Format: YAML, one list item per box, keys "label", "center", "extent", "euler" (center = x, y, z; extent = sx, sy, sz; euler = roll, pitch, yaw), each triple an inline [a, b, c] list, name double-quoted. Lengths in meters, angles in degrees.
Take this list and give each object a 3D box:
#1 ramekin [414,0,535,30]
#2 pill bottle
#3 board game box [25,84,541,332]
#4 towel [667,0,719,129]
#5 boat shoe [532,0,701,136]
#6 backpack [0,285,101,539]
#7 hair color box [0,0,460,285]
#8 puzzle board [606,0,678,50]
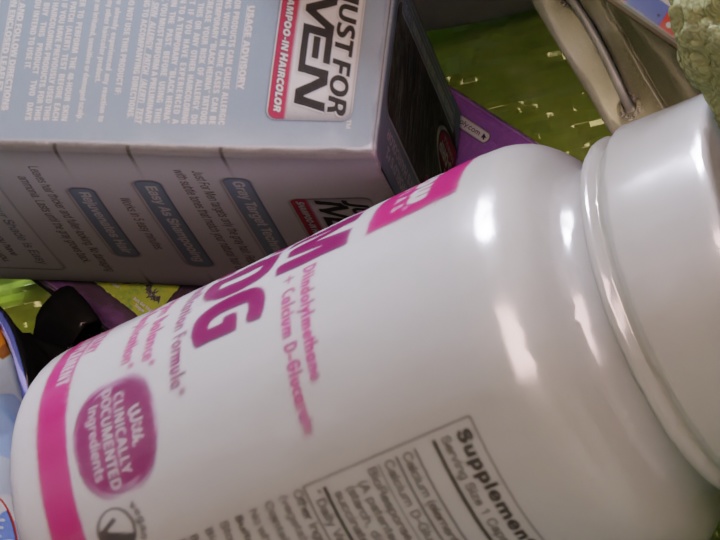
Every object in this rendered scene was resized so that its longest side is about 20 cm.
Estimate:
- label: "ramekin"
  center: [0.035, -0.144, 0.786]
  extent: [0.200, 0.200, 0.098]
  euler: [-18, 74, 6]
- label: "pill bottle"
  center: [0.022, 0.037, 0.716]
  extent: [0.200, 0.113, 0.114]
  euler: [-25, 65, 23]
- label: "board game box"
  center: [0.000, 0.000, 0.829]
  extent: [0.200, 0.032, 0.120]
  euler: [35, 84, 22]
- label: "towel"
  center: [0.168, -0.005, 0.638]
  extent: [0.148, 0.200, 0.037]
  euler: [-13, 34, 50]
- label: "boat shoe"
  center: [0.107, -0.014, 0.767]
  extent: [0.062, 0.072, 0.200]
  euler: [-25, 89, 13]
- label: "backpack"
  center: [-0.157, 0.109, 0.763]
  extent: [0.190, 0.154, 0.200]
  euler: [-20, 66, 15]
- label: "hair color box"
  center: [-0.080, -0.041, 0.794]
  extent: [0.200, 0.099, 0.061]
  euler: [2, 69, 13]
- label: "puzzle board"
  center: [0.095, -0.160, 0.694]
  extent: [0.151, 0.017, 0.200]
  euler: [34, 78, -3]
